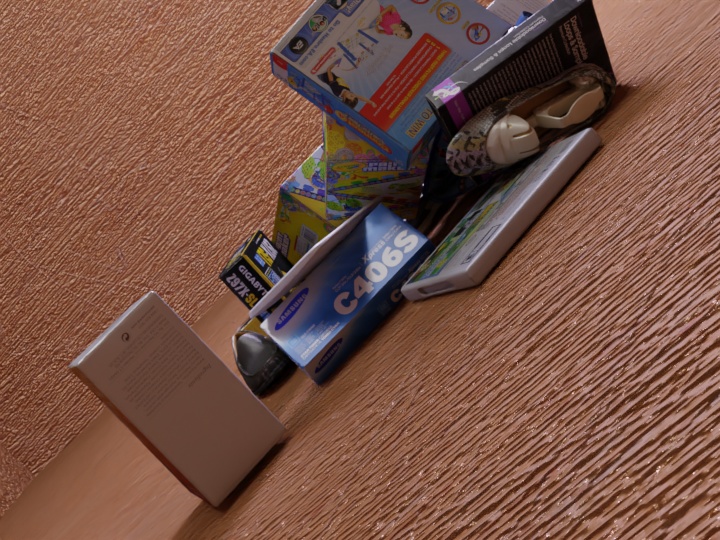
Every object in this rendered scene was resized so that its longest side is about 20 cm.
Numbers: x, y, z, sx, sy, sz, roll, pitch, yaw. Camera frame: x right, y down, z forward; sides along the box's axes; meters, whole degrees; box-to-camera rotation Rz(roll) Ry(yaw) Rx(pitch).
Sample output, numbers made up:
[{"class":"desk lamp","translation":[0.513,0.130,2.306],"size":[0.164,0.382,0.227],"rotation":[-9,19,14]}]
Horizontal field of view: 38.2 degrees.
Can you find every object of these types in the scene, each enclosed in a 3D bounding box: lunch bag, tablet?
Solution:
[{"class":"lunch bag","translation":[0.159,-0.159,1.325],"size":[0.150,0.094,0.200],"rotation":[-42,-6,-17]},{"class":"tablet","translation":[-0.048,-0.018,1.205],"size":[0.130,0.014,0.200],"rotation":[-44,0,30]}]

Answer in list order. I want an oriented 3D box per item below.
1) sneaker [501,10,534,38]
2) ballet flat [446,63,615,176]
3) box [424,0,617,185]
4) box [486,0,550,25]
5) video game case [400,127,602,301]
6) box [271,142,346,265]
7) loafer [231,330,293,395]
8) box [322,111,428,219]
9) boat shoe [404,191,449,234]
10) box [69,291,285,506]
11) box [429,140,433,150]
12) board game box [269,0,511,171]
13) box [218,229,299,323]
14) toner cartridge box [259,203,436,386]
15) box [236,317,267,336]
[{"class":"sneaker","translation":[0.218,-0.240,1.213],"size":[0.199,0.070,0.078],"rotation":[7,-50,-51]},{"class":"ballet flat","translation":[0.183,-0.157,1.093],"size":[0.199,0.072,0.072],"rotation":[-30,7,-6]},{"class":"box","translation":[0.179,-0.198,1.132],"size":[0.199,0.143,0.036],"rotation":[-35,51,2]},{"class":"box","translation":[0.190,-0.277,1.469],"size":[0.200,0.106,0.152],"rotation":[-47,-14,-16]},{"class":"video game case","translation":[0.139,-0.052,1.059],"size":[0.200,0.022,0.182],"rotation":[-48,8,-17]},{"class":"box","translation":[-0.022,-0.089,1.495],"size":[0.193,0.122,0.200],"rotation":[-48,-12,-30]},{"class":"loafer","translation":[-0.143,0.120,1.417],"size":[0.073,0.072,0.200],"rotation":[-45,8,-13]},{"class":"box","translation":[0.013,-0.191,1.297],"size":[0.193,0.121,0.202],"rotation":[97,171,-71]},{"class":"boat shoe","translation":[0.068,-0.084,1.415],"size":[0.200,0.065,0.073],"rotation":[-51,12,-34]},{"class":"box","translation":[-0.197,0.135,1.099],"size":[0.106,0.200,0.152],"rotation":[-45,8,-18]},{"class":"box","translation":[0.134,-0.208,1.346],"size":[0.041,0.039,0.200],"rotation":[-26,-22,-41]},{"class":"board game box","translation":[0.034,-0.250,1.178],"size":[0.200,0.195,0.056],"rotation":[-51,-9,-15]},{"class":"box","translation":[-0.104,0.032,1.361],"size":[0.049,0.160,0.200],"rotation":[-43,7,8]},{"class":"toner cartridge box","translation":[-0.011,0.025,1.171],"size":[0.200,0.043,0.095],"rotation":[-46,47,-7]},{"class":"box","translation":[-0.125,0.053,1.751],"size":[0.200,0.050,0.075],"rotation":[-44,8,2]}]
